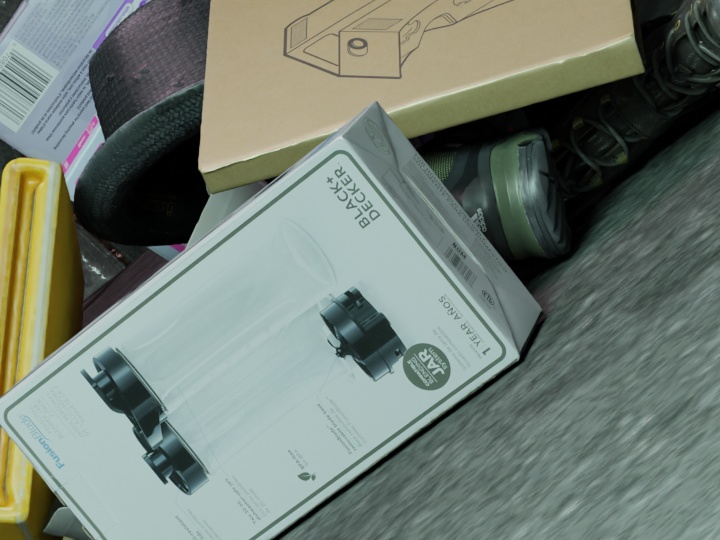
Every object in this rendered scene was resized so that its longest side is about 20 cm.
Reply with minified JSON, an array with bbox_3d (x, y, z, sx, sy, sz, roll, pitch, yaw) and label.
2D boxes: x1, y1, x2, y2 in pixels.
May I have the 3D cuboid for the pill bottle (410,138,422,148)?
[{"bbox_3d":[0.080,-0.121,1.645,0.200,0.114,0.114,-40,6,-5],"label":"pill bottle"}]

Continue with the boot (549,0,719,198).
[{"bbox_3d":[0.148,-0.090,1.285,0.174,0.069,0.200,-43,0,28],"label":"boot"}]

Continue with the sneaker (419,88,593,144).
[{"bbox_3d":[0.084,-0.075,1.467,0.075,0.088,0.200,-17,5,-15],"label":"sneaker"}]

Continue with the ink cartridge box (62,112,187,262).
[{"bbox_3d":[-0.060,-0.096,1.523,0.200,0.119,0.042,-57,13,1],"label":"ink cartridge box"}]

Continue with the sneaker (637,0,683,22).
[{"bbox_3d":[0.204,-0.160,1.443,0.200,0.075,0.088,-47,18,-7],"label":"sneaker"}]

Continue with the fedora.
[{"bbox_3d":[-0.064,-0.092,1.438,0.200,0.092,0.201,-24,-18,-8],"label":"fedora"}]

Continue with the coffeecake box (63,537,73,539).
[{"bbox_3d":[-0.171,0.100,1.666,0.153,0.073,0.200,-35,7,35],"label":"coffeecake box"}]

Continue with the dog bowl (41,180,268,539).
[{"bbox_3d":[-0.081,0.045,1.348,0.201,0.058,0.200,-63,6,12],"label":"dog bowl"}]

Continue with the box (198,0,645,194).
[{"bbox_3d":[0.026,-0.111,1.290,0.199,0.021,0.164,-15,34,11],"label":"box"}]

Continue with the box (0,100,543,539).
[{"bbox_3d":[-0.039,0.037,1.170,0.200,0.117,0.060,-38,6,21],"label":"box"}]

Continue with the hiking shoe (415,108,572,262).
[{"bbox_3d":[0.035,-0.037,1.327,0.100,0.076,0.200,-12,5,-4],"label":"hiking shoe"}]

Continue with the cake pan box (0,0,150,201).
[{"bbox_3d":[-0.096,-0.114,1.569,0.200,0.184,0.052,-55,9,9],"label":"cake pan box"}]

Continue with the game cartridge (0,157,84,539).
[{"bbox_3d":[-0.163,0.059,1.420,0.200,0.032,0.177,100,174,-72],"label":"game cartridge"}]
